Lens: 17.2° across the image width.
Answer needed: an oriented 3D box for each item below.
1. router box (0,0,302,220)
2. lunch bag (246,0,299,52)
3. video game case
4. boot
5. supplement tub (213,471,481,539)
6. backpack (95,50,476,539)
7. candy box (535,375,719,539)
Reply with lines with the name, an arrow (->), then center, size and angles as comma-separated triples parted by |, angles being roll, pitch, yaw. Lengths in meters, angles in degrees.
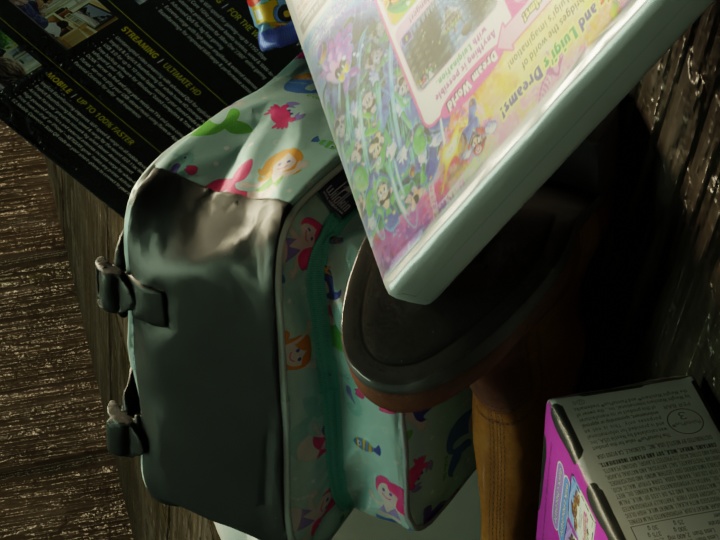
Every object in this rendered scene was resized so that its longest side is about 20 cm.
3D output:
router box -> -0.089, -0.102, 1.063 | 0.200, 0.149, 0.051 | 41, -149, -40
lunch bag -> -0.003, -0.190, 1.018 | 0.200, 0.094, 0.151 | -49, -58, -73
video game case -> 0.047, -0.120, 0.775 | 0.200, 0.024, 0.183 | -48, 45, 33
boot -> 0.045, 0.051, 0.885 | 0.189, 0.068, 0.201 | -62, -22, -51
supplement tub -> -0.013, 0.083, 1.173 | 0.200, 0.145, 0.146 | -132, 34, -68
backpack -> 0.000, 0.000, 0.990 | 0.200, 0.150, 0.178 | -51, -34, -49
candy box -> 0.118, 0.153, 0.817 | 0.200, 0.061, 0.137 | -111, 16, -47
